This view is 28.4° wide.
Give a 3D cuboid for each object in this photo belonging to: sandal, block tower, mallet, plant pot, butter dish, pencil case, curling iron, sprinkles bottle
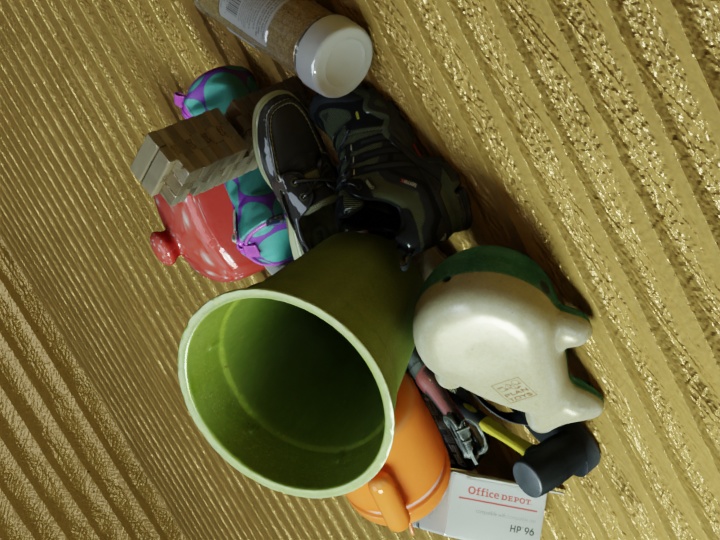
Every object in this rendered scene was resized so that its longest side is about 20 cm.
[{"bbox_3d":[-0.058,0.037,1.444,0.082,0.050,0.203,26,-167,-20],"label":"sandal"},{"bbox_3d":[-0.124,-0.124,1.358,0.054,0.199,0.058,51,137,11],"label":"block tower"},{"bbox_3d":[0.145,0.119,1.352,0.200,0.043,0.076,45,157,25],"label":"sandal"},{"bbox_3d":[0.114,0.150,1.331,0.199,0.066,0.042,23,133,37],"label":"mallet"},{"bbox_3d":[-0.029,0.061,1.244,0.198,0.190,0.202,11,122,19],"label":"plant pot"},{"bbox_3d":[-0.178,-0.059,1.653,0.199,0.147,0.201,8,129,62],"label":"butter dish"},{"bbox_3d":[-0.115,-0.109,1.454,0.085,0.092,0.201,103,146,-60],"label":"pencil case"},{"bbox_3d":[0.062,0.093,1.331,0.201,0.025,0.050,58,169,27],"label":"curling iron"},{"bbox_3d":[-0.073,-0.226,1.286,0.200,0.068,0.069,39,154,39],"label":"sprinkles bottle"}]

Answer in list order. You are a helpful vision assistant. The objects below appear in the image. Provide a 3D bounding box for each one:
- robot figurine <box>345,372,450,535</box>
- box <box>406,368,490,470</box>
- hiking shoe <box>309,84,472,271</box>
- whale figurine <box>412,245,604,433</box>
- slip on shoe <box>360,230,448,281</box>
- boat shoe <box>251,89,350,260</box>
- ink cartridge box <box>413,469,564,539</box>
[{"bbox_3d":[0.022,0.170,1.397,0.143,0.117,0.201,29,154,44],"label":"robot figurine"},{"bbox_3d":[0.032,0.122,1.508,0.160,0.049,0.201,0,132,38],"label":"box"},{"bbox_3d":[0.006,-0.089,1.268,0.200,0.100,0.076,44,155,28],"label":"hiking shoe"},{"bbox_3d":[0.133,0.058,1.234,0.158,0.104,0.200,-24,127,34],"label":"whale figurine"},{"bbox_3d":[0.058,0.004,1.338,0.200,0.076,0.061,51,168,32],"label":"slip on shoe"},{"bbox_3d":[-0.044,-0.073,1.343,0.066,0.071,0.203,28,139,55],"label":"boat shoe"},{"bbox_3d":[0.115,0.247,1.496,0.200,0.115,0.069,172,109,-67],"label":"ink cartridge box"}]
